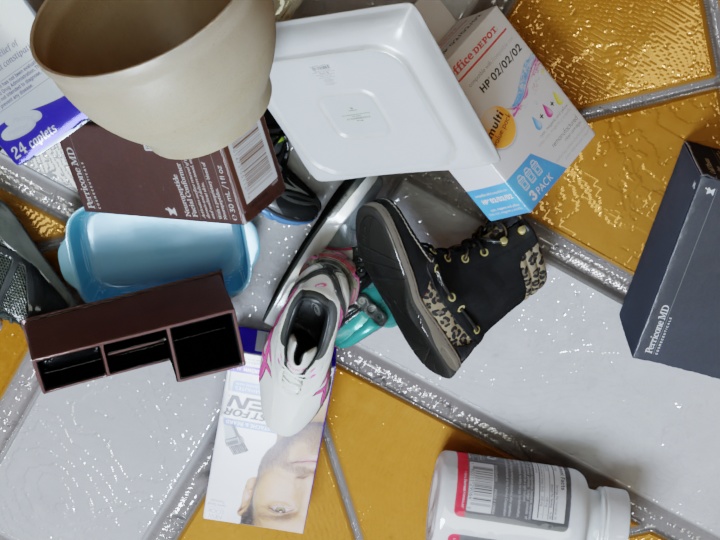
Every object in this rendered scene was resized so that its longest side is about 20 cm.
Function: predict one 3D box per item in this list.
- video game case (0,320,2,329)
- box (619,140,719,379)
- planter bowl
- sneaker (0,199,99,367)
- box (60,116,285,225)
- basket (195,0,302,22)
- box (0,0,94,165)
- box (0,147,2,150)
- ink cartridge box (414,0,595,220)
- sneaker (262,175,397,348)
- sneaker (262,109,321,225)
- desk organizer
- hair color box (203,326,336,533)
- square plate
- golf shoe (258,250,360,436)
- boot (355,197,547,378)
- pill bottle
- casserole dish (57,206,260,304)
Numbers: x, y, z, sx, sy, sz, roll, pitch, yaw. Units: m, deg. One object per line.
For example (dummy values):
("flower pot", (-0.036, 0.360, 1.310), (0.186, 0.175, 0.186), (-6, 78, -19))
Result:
("video game case", (-0.496, 0.032, 1.638), (0.182, 0.022, 0.200), (-33, 107, 14))
("box", (0.372, 0.001, 1.562), (0.182, 0.104, 0.200), (15, 112, -6))
("planter bowl", (-0.151, -0.178, 1.331), (0.200, 0.200, 0.135), (-21, 131, 10))
("sneaker", (-0.345, 0.036, 1.586), (0.114, 0.076, 0.199), (-41, 108, -20))
("box", (-0.178, -0.106, 1.492), (0.200, 0.075, 0.100), (6, 125, 35))
("basket", (-0.078, -0.314, 1.428), (0.136, 0.123, 0.200), (33, 111, -11))
("box", (-0.307, -0.225, 1.437), (0.105, 0.184, 0.200), (-32, 109, 16))
("box", (-0.397, -0.120, 1.476), (0.158, 0.200, 0.050), (-16, 107, 7))
("ink cartridge box", (0.110, -0.159, 1.490), (0.200, 0.068, 0.115), (49, 63, -17))
("sneaker", (0.000, 0.000, 1.579), (0.121, 0.084, 0.200), (29, 117, -6))
("sneaker", (-0.097, -0.127, 1.536), (0.083, 0.071, 0.200), (-28, 107, 19))
("desk organizer", (-0.217, 0.070, 1.551), (0.200, 0.077, 0.072), (-14, 120, -10))
("hair color box", (-0.094, 0.165, 1.664), (0.109, 0.065, 0.200), (9, 114, -3))
("square plate", (-0.003, -0.146, 1.422), (0.200, 0.028, 0.198), (-4, 141, 30))
("golf shoe", (-0.062, 0.080, 1.540), (0.073, 0.092, 0.200), (20, 118, 8))
("boot", (0.090, -0.013, 1.542), (0.151, 0.073, 0.200), (-37, 116, -20))
("pill bottle", (0.172, 0.253, 1.669), (0.200, 0.111, 0.111), (9, 113, -2))
("casserole dish", (-0.198, -0.024, 1.599), (0.200, 0.039, 0.121), (-7, 112, 3))
